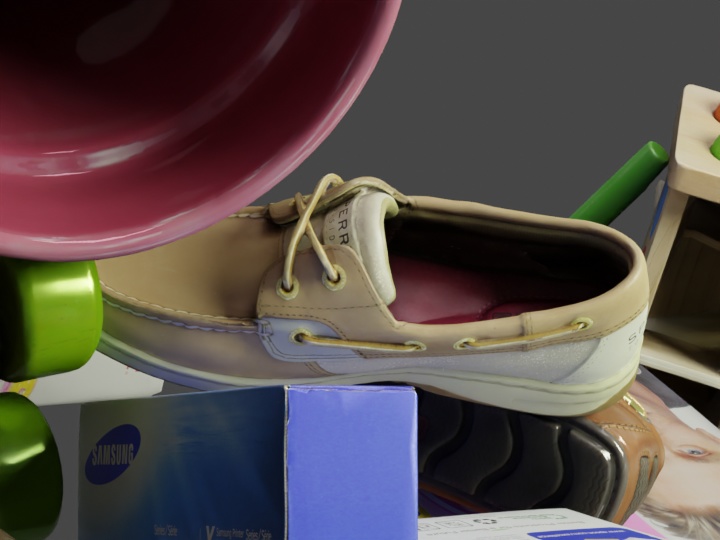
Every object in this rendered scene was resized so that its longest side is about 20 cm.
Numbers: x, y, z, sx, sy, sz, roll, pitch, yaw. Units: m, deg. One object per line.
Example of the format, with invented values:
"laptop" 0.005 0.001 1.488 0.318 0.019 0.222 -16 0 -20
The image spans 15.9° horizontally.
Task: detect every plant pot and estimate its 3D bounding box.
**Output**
"plant pot" -0.104 -0.129 0.828 0.200 0.200 0.179 5 25 -24

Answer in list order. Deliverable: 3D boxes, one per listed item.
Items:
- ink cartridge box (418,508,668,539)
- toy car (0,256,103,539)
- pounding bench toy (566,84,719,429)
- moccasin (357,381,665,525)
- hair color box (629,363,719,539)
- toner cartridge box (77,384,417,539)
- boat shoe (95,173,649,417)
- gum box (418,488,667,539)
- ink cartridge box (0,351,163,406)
"ink cartridge box" 0.080 0.105 0.773 0.095 0.037 0.200 -1 4 -31
"toy car" -0.138 0.096 0.789 0.164 0.158 0.200 -11 45 -31
"pounding bench toy" 0.154 -0.008 1.195 0.200 0.156 0.124 17 22 2
"moccasin" 0.016 0.032 0.937 0.201 0.074 0.078 19 17 16
"hair color box" 0.094 0.082 1.070 0.100 0.061 0.200 -1 29 -35
"toner cartridge box" -0.041 0.086 0.810 0.043 0.095 0.200 3 -6 -23
"boat shoe" 0.000 0.000 0.865 0.200 0.066 0.074 4 51 -6
"gum box" 0.037 0.109 0.959 0.113 0.066 0.200 -3 29 -39
"ink cartridge box" -0.161 -0.026 1.062 0.200 0.129 0.125 -3 29 -40
